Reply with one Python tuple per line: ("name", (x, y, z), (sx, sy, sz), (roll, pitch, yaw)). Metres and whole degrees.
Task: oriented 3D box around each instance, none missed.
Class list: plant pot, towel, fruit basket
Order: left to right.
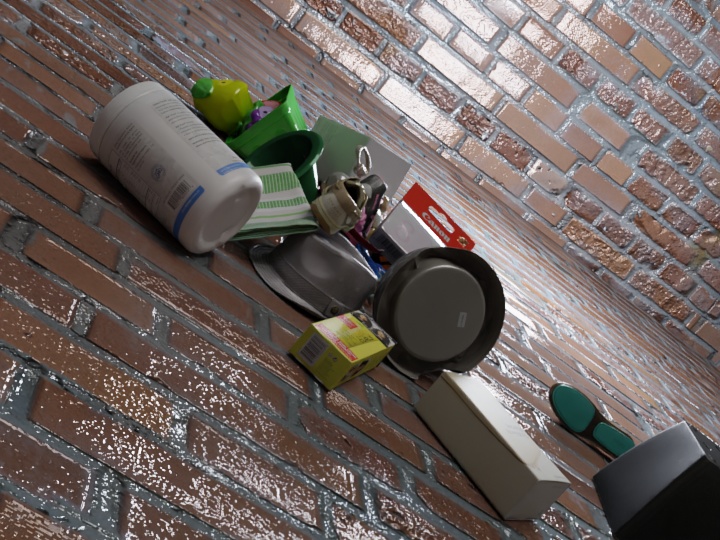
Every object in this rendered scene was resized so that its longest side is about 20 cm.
("fruit basket", (-0.197, -0.287, 1.953), (0.216, 0.155, 0.216), (54, 10, -14))
("towel", (-0.152, -0.100, 1.546), (0.152, 0.023, 0.200), (-6, 30, -11))
("plant pot", (0.505, 0.356, 1.669), (0.199, 0.178, 0.200), (38, 13, -9))

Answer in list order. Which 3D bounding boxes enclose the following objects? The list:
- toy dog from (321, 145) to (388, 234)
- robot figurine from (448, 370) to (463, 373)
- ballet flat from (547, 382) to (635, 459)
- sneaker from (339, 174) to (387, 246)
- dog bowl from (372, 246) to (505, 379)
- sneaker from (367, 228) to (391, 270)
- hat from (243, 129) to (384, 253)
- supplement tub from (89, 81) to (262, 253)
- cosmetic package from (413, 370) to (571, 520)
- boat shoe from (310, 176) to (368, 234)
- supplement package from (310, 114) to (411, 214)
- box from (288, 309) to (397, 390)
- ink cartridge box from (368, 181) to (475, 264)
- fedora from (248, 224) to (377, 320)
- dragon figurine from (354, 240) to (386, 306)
("toy dog", (-0.024, -0.120, 1.935), (0.200, 0.096, 0.132), (64, 36, -41))
("robot figurine", (0.122, 0.071, 1.687), (0.125, 0.151, 0.200), (18, -3, 43))
("ballet flat", (0.400, 0.269, 1.926), (0.200, 0.068, 0.067), (43, -6, -9))
("sneaker", (0.003, -0.098, 1.822), (0.079, 0.095, 0.200), (46, -20, 10))
("dog bowl", (0.107, 0.057, 1.562), (0.200, 0.200, 0.059), (33, 2, -24))
("sneaker", (0.073, -0.005, 1.847), (0.070, 0.090, 0.200), (21, 23, -51))
("hat", (-0.092, -0.102, 1.737), (0.176, 0.165, 0.200), (58, 5, -31))
("supplement tub", (-0.234, -0.131, 1.383), (0.200, 0.132, 0.132), (44, 15, 16))
("cosmetic package", (0.171, 0.230, 1.427), (0.200, 0.073, 0.103), (48, 16, 32))
("boat shoe", (-0.018, -0.100, 1.567), (0.072, 0.065, 0.200), (56, 13, -2))
("supplement package", (-0.018, -0.204, 2.084), (0.117, 0.117, 0.200), (29, 3, -36))
("box", (-0.019, 0.098, 1.391), (0.075, 0.050, 0.200), (43, 15, 12))
("ink cartridge box", (0.119, -0.057, 1.844), (0.163, 0.057, 0.200), (46, 48, -6))
("fedora", (-0.052, -0.005, 1.536), (0.200, 0.090, 0.177), (32, 16, -28))
("dragon figurine", (0.000, 0.000, 1.716), (0.099, 0.059, 0.200), (40, 14, 3))
